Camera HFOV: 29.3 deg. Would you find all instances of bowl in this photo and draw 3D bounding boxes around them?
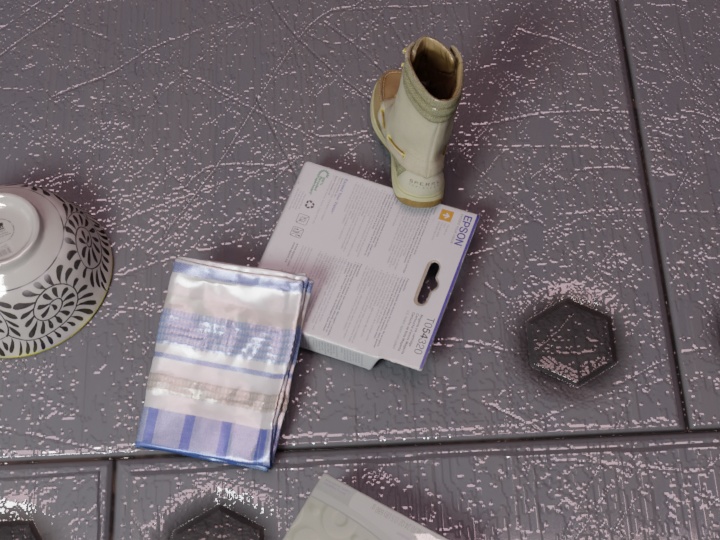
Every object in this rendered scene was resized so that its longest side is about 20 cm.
[{"bbox_3d":[-0.364,-0.019,1.418,0.200,0.094,0.201,-1,61,2],"label":"bowl"}]

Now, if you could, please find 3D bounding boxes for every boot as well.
[{"bbox_3d":[0.060,-0.185,1.447,0.072,0.155,0.200,-1,46,-10],"label":"boot"}]

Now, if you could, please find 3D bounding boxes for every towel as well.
[{"bbox_3d":[-0.135,0.088,1.361,0.147,0.024,0.200,10,78,9],"label":"towel"}]

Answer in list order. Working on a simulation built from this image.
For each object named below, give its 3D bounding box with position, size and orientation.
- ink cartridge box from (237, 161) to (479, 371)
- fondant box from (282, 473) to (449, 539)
[{"bbox_3d":[0.000,0.000,1.427,0.200,0.043,0.197,19,62,9],"label":"ink cartridge box"},{"bbox_3d":[-0.020,0.306,1.249,0.144,0.058,0.200,26,66,15],"label":"fondant box"}]
